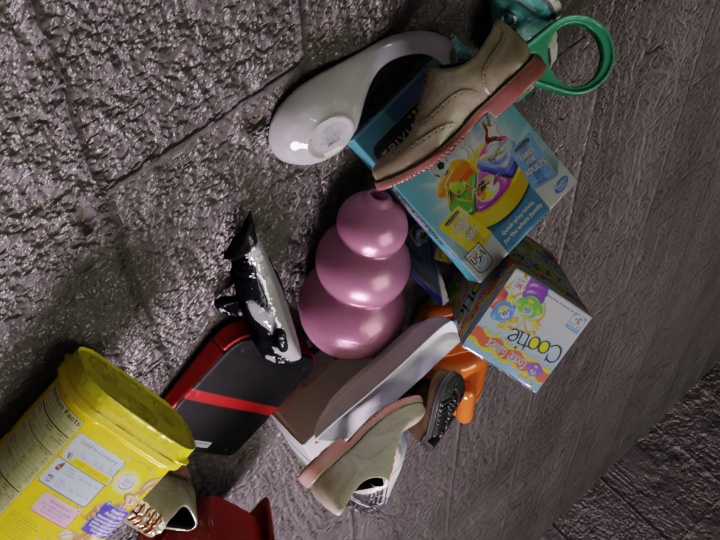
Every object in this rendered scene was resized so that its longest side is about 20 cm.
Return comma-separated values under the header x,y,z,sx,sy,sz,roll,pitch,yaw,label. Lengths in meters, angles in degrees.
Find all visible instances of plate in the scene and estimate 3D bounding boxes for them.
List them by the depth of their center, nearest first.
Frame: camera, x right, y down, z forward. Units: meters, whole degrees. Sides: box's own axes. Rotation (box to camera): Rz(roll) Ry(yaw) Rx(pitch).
x,y,z,sx,sy,sz,roll,pitch,yaw,label
0.035,0.123,1.184,0.199,0.032,0.200,-43,166,3,plate

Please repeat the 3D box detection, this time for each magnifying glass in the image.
x,y,z,sx,sy,sz,roll,pitch,yaw,label
0.166,-0.209,1.022,0.196,0.081,0.022,-12,-174,-11,magnifying glass

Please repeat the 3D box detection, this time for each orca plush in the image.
x,y,z,sx,sy,sz,roll,pitch,yaw,label
-0.117,0.034,1.034,0.070,0.107,0.201,-15,151,1,orca plush

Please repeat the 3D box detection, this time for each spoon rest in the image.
x,y,z,sx,sy,sz,roll,pitch,yaw,label
-0.003,-0.170,0.972,0.198,0.061,0.100,-31,149,-6,spoon rest

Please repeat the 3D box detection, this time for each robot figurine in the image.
x,y,z,sx,sy,sz,roll,pitch,yaw,label
0.121,0.123,1.404,0.117,0.143,0.202,-47,156,-31,robot figurine

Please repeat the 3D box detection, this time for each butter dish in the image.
x,y,z,sx,sy,sz,roll,pitch,yaw,label
-0.210,0.359,1.246,0.200,0.147,0.200,-51,-166,4,butter dish

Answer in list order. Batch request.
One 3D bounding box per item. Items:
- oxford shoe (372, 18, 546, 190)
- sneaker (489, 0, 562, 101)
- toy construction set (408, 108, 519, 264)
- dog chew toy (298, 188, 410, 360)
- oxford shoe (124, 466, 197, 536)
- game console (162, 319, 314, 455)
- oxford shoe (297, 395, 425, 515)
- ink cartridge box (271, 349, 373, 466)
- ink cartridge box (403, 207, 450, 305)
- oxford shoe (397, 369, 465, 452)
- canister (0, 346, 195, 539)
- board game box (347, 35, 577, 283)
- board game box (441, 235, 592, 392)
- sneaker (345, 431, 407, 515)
x,y,z,sx,sy,sz,roll,pitch,yaw,label
0.079,-0.155,0.961,0.199,0.075,0.071,-39,-171,18,oxford shoe
0.167,-0.248,1.070,0.080,0.077,0.200,-55,153,-11,sneaker
0.109,-0.121,1.114,0.201,0.131,0.092,-51,-165,-15,toy construction set
0.000,0.000,1.109,0.123,0.124,0.203,-23,140,-39,dog chew toy
-0.237,0.246,1.095,0.070,0.074,0.199,-38,154,15,oxford shoe
-0.150,0.141,1.173,0.177,0.031,0.199,-47,153,8,game console
0.016,0.219,1.203,0.199,0.074,0.071,-32,164,-35,oxford shoe
-0.030,0.192,1.347,0.146,0.084,0.201,-43,152,-12,ink cartridge box
0.121,-0.049,1.270,0.136,0.076,0.201,-40,151,-13,ink cartridge box
0.083,0.172,1.315,0.073,0.084,0.201,-46,166,-26,oxford shoe
-0.275,0.192,0.946,0.200,0.087,0.148,-46,124,2,canister
0.105,-0.113,1.048,0.151,0.200,0.047,-45,-168,-6,board game box
0.169,0.028,1.134,0.104,0.104,0.201,-55,-167,16,board game box
0.018,0.259,1.342,0.201,0.071,0.073,112,2,-46,sneaker
